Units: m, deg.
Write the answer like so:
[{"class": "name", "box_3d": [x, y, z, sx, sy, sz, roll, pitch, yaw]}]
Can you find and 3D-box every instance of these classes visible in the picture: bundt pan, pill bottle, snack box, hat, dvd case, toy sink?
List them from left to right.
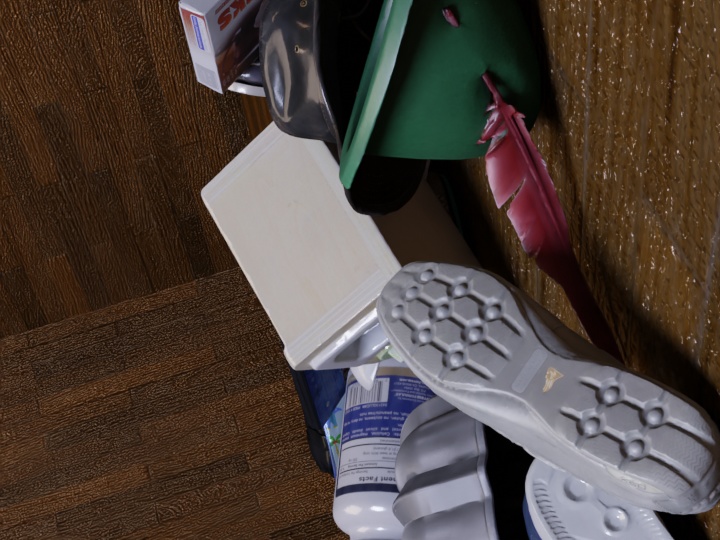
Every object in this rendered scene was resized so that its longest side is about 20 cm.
[{"class": "snack box", "box_3d": [-0.042, -0.206, 0.804, 0.024, 0.200, 0.072, 28, 154, 21]}, {"class": "hat", "box_3d": [-0.018, -0.135, 0.784, 0.200, 0.080, 0.202, 1, -90, -68]}, {"class": "dvd case", "box_3d": [-0.009, 0.035, 1.194, 0.017, 0.200, 0.143, 16, 143, 26]}, {"class": "toy sink", "box_3d": [0.000, 0.000, 0.869, 0.201, 0.112, 0.130, 58, -155, 17]}, {"class": "pill bottle", "box_3d": [0.033, 0.190, 1.158, 0.111, 0.110, 0.201, 88, -172, -65]}, {"class": "bundt pan", "box_3d": [0.079, 0.161, 0.773, 0.202, 0.075, 0.203, -16, -90, -70]}, {"class": "hat", "box_3d": [0.091, -0.094, 0.652, 0.166, 0.175, 0.201, -79, 6, -51]}]

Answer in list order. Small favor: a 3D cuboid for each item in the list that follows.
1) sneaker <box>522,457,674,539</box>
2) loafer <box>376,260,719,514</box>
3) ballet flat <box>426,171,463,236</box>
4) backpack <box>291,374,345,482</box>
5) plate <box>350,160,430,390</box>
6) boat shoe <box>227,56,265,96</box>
[{"class": "sneaker", "box_3d": [0.150, 0.189, 0.661, 0.201, 0.080, 0.147, 64, -179, 26]}, {"class": "loafer", "box_3d": [0.087, 0.058, 0.606, 0.200, 0.070, 0.070, 35, 169, 38]}, {"class": "ballet flat", "box_3d": [0.062, 0.025, 0.976, 0.071, 0.065, 0.201, 150, 104, -85]}, {"class": "backpack", "box_3d": [0.000, 0.145, 1.442, 0.200, 0.146, 0.184, -136, 31, -84]}, {"class": "plate", "box_3d": [0.009, -0.020, 1.023, 0.200, 0.032, 0.201, -127, 51, -79]}, {"class": "boat shoe", "box_3d": [-0.033, -0.173, 0.883, 0.072, 0.200, 0.063, 21, 122, 27]}]
